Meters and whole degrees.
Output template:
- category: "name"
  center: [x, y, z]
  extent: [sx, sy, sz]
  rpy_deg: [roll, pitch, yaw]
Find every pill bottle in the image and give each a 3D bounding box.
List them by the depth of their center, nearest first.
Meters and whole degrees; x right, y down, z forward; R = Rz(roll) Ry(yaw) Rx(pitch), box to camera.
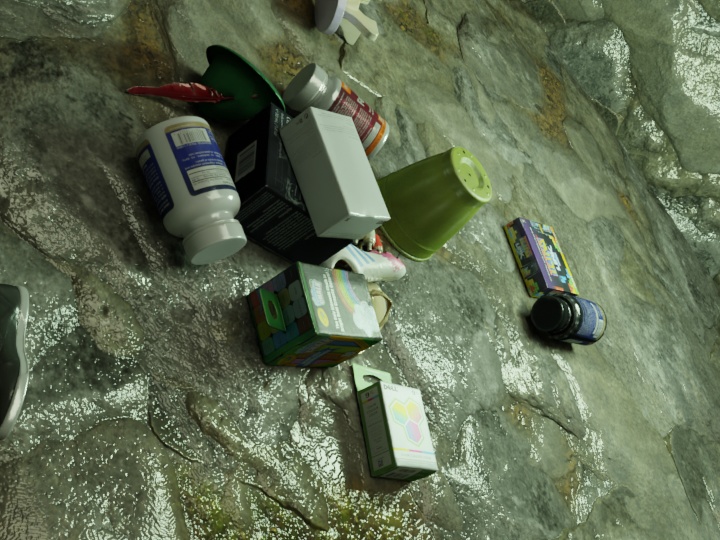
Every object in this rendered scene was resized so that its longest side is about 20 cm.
- category: "pill bottle"
  center: [-0.248, -0.116, 1.312]
  extent: [0.120, 0.120, 0.200]
  rpy_deg: [-6, 69, -54]
- category: "pill bottle"
  center: [-0.049, -0.307, 1.730]
  extent: [0.200, 0.114, 0.114]
  rpy_deg: [38, 38, -28]
- category: "pill bottle"
  center: [0.493, 0.114, 2.088]
  extent: [0.200, 0.112, 0.112]
  rpy_deg: [14, 52, -47]

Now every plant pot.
- category: "plant pot"
  center: [0.156, -0.150, 1.795]
  extent: [0.200, 0.193, 0.201]
  rpy_deg: [32, 41, -34]

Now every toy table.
- category: "toy table"
  center: [-0.025, -0.591, 1.961]
  extent: [0.117, 0.184, 0.200]
  rpy_deg: [14, 60, -26]

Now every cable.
- category: "cable"
  center: [0.014, -0.101, 1.700]
  extent: [0.097, 0.050, 0.200]
  rpy_deg: [35, 40, -36]

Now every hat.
- category: "hat"
  center: [-0.257, -0.268, 1.492]
  extent: [0.200, 0.166, 0.176]
  rpy_deg: [39, 72, -1]

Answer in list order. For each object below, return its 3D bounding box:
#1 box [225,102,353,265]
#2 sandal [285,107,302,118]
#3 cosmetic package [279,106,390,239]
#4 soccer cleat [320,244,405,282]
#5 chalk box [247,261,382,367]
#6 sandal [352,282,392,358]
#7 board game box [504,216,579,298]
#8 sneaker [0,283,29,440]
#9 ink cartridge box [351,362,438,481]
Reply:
- category: "box"
  center: [-0.121, -0.139, 1.494]
  extent: [0.197, 0.124, 0.200]
  rpy_deg: [33, 41, -36]
- category: "sandal"
  center: [-0.099, -0.251, 1.591]
  extent: [0.045, 0.200, 0.075]
  rpy_deg: [-42, 132, -29]
- category: "cosmetic package"
  center: [-0.042, -0.155, 1.427]
  extent: [0.113, 0.081, 0.200]
  rpy_deg: [5, 61, -51]
- category: "soccer cleat"
  center: [0.000, 0.000, 1.593]
  extent: [0.200, 0.070, 0.086]
  rpy_deg: [20, 55, -35]
- category: "chalk box"
  center: [-0.086, 0.071, 1.366]
  extent: [0.200, 0.124, 0.125]
  rpy_deg: [11, 56, -47]
- category: "sandal"
  center: [0.027, 0.075, 1.555]
  extent: [0.078, 0.070, 0.212]
  rpy_deg: [49, 34, -12]
- category: "board game box"
  center: [0.454, -0.025, 2.204]
  extent: [0.165, 0.057, 0.200]
  rpy_deg: [11, 55, -50]
- category: "sneaker"
  center: [-0.423, 0.091, 0.965]
  extent: [0.099, 0.071, 0.200]
  rpy_deg: [21, 42, -40]
- category: "ink cartridge box"
  center: [0.055, 0.243, 1.463]
  extent: [0.104, 0.059, 0.200]
  rpy_deg: [19, 49, -43]
